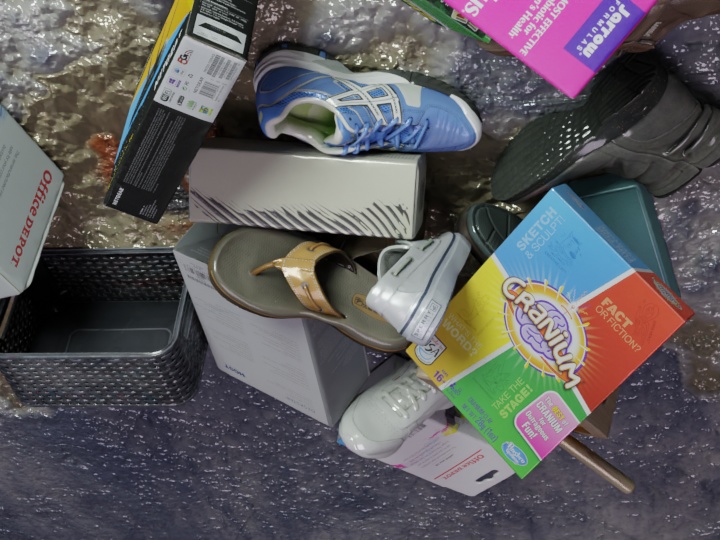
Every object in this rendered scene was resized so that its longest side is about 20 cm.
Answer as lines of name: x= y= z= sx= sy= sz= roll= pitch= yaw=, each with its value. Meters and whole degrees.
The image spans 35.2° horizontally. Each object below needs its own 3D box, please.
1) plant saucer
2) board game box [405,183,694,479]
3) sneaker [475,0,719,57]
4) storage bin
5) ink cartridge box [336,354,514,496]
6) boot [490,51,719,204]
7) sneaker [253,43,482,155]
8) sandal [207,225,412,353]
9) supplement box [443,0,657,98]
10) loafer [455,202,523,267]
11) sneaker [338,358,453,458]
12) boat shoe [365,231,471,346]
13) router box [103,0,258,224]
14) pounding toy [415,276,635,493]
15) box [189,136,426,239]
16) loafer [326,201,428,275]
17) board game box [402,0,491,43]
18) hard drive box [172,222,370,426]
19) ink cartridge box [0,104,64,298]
plant saucer: x=0.257 y=-0.020 z=1.092 sx=0.069 sy=0.019 sz=0.201 roll=-10 pitch=139 yaw=20
board game box: x=0.154 y=0.052 z=0.958 sx=0.153 sy=0.040 sz=0.200 roll=46 pitch=115 yaw=13
sneaker: x=0.186 y=-0.186 z=0.852 sx=0.198 sy=0.071 sz=0.076 roll=-12 pitch=139 yaw=22
storage bin: x=-0.262 y=0.059 z=1.162 sx=0.198 sy=0.136 sz=0.094 roll=-2 pitch=141 yaw=9
ink cartridge box: x=0.087 y=0.186 z=1.329 sx=0.199 sy=0.068 sz=0.115 roll=26 pitch=138 yaw=-23
boot: x=0.218 y=-0.092 z=0.972 sx=0.130 sy=0.068 sz=0.199 roll=28 pitch=137 yaw=-30
sneaker: x=0.005 y=-0.124 z=0.949 sx=0.198 sy=0.078 sz=0.076 roll=9 pitch=140 yaw=-6
sandal: x=-0.033 y=0.014 z=0.979 sx=0.198 sy=0.082 sz=0.055 roll=25 pitch=153 yaw=-12
supplement box: x=0.093 y=-0.222 z=0.742 sx=0.199 sy=0.104 sz=0.101 roll=34 pitch=116 yaw=-12
loafer: x=0.157 y=0.005 z=1.098 sx=0.199 sy=0.072 sz=0.063 roll=30 pitch=142 yaw=-30
sneaker: x=0.052 y=0.121 z=1.190 sx=0.075 sy=0.199 sz=0.100 roll=43 pitch=136 yaw=17
boat shoe: x=0.048 y=-0.002 z=0.965 sx=0.066 sy=0.200 sz=0.074 roll=31 pitch=105 yaw=-1
router box: x=-0.134 y=-0.153 z=0.872 sx=0.051 sy=0.150 sz=0.200 roll=20 pitch=139 yaw=-18
pounding toy: x=0.174 y=0.113 z=1.096 sx=0.182 sy=0.144 sz=0.200 roll=10 pitch=167 yaw=26
box: x=-0.044 y=-0.073 z=0.989 sx=0.198 sy=0.082 sz=0.069 roll=5 pitch=103 yaw=9
loafer: x=0.000 y=0.000 z=1.110 sx=0.075 sy=0.068 sz=0.200 roll=18 pitch=140 yaw=-15
board game box: x=0.001 y=-0.228 z=0.808 sx=0.199 sy=0.105 sz=0.024 roll=28 pitch=97 yaw=-26
hard drive box: x=-0.083 y=0.044 z=1.121 sx=0.155 sy=0.077 sz=0.201 roll=24 pitch=148 yaw=25
ink cartridge box: x=-0.364 y=-0.086 z=0.989 sx=0.082 sy=0.147 sz=0.200 roll=-11 pitch=138 yaw=22
